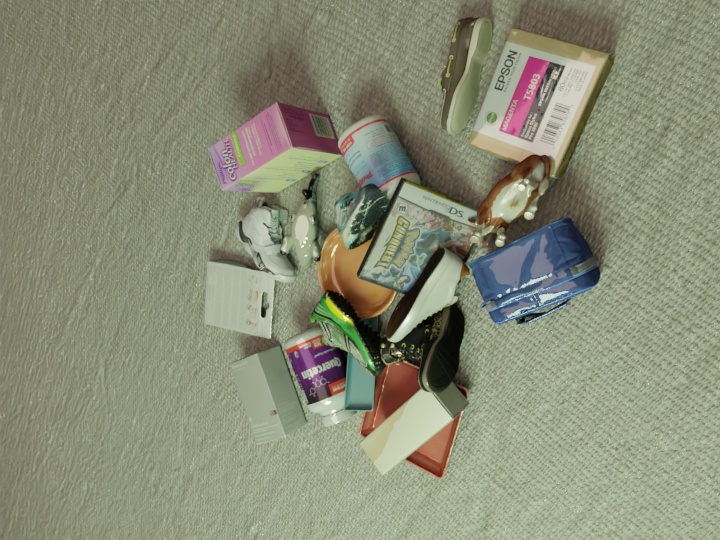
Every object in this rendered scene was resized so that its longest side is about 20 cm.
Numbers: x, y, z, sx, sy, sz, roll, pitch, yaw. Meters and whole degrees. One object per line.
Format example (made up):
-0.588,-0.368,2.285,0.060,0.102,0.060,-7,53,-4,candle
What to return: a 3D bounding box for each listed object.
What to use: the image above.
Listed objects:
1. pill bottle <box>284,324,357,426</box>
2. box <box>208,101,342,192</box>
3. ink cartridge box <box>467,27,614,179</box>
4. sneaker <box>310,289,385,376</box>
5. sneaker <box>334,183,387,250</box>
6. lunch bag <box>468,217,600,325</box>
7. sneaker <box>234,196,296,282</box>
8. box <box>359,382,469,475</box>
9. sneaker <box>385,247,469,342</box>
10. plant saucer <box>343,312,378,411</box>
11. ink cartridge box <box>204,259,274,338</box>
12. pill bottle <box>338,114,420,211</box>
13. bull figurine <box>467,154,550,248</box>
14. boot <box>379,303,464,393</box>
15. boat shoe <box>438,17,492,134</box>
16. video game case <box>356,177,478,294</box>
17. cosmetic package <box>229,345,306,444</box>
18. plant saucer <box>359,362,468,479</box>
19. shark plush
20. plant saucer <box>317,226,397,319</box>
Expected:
-0.079,0.223,1.141,0.112,0.112,0.201,-27,82,30,pill bottle
-0.173,-0.246,1.106,0.199,0.176,0.097,-23,84,31,box
0.292,-0.273,0.883,0.164,0.075,0.201,27,110,24,ink cartridge box
-0.023,0.135,1.078,0.085,0.078,0.200,-50,63,18,sneaker
-0.015,-0.110,0.991,0.086,0.077,0.200,55,157,12,sneaker
0.284,0.013,0.885,0.200,0.136,0.133,-29,81,30,lunch bag
-0.198,-0.071,1.199,0.200,0.075,0.115,48,119,21,sneaker
0.101,0.290,1.012,0.078,0.095,0.200,50,116,17,box
0.127,0.061,0.976,0.084,0.073,0.200,31,105,-19,sneaker
0.005,0.187,1.099,0.070,0.019,0.201,-8,68,31,plant saucer
-0.285,0.065,1.293,0.199,0.050,0.163,9,100,21,ink cartridge box
0.046,-0.185,1.021,0.109,0.109,0.201,-33,78,29,pill bottle
0.234,-0.100,0.868,0.065,0.122,0.200,29,130,-3,bull figurine
0.105,0.151,0.991,0.150,0.200,0.073,-19,121,36,boot
0.175,-0.345,0.949,0.059,0.072,0.201,21,103,33,boat shoe
0.114,-0.045,0.980,0.180,0.026,0.201,19,110,-16,video game case
-0.216,0.287,1.247,0.107,0.090,0.201,-26,86,33,cosmetic package
0.108,0.285,1.081,0.199,0.037,0.200,20,106,27,plant saucer
-0.120,-0.106,1.147,0.090,0.083,0.201,-1,97,15,shark plush
0.000,0.000,1.112,0.199,0.037,0.201,5,99,31,plant saucer
